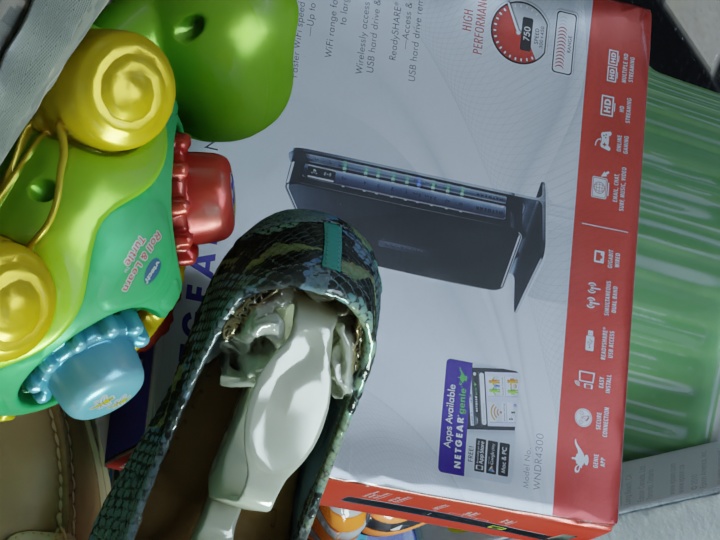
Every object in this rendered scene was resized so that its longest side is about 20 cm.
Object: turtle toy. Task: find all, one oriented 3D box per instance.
[{"bbox_3d":[-0.092,-0.030,0.939,0.101,0.146,0.200,38,74,-31],"label":"turtle toy"}]

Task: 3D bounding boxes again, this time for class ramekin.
[{"bbox_3d":[0.125,0.015,1.220,0.200,0.098,0.200,16,90,-74],"label":"ramekin"}]

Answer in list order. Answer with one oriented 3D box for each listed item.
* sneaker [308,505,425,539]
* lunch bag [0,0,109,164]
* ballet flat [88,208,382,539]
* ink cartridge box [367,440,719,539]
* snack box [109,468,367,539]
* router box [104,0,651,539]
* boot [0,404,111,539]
[{"bbox_3d":[0.000,0.000,1.106,0.112,0.078,0.200,-15,83,-27],"label":"sneaker"},{"bbox_3d":[-0.164,-0.058,0.854,0.118,0.200,0.164,46,60,-35],"label":"lunch bag"},{"bbox_3d":[-0.045,0.077,0.942,0.074,0.074,0.200,1,111,-50],"label":"ballet flat"},{"bbox_3d":[0.101,0.175,1.179,0.047,0.200,0.198,-76,148,-61],"label":"ink cartridge box"},{"bbox_3d":[-0.051,0.154,1.123,0.116,0.037,0.200,8,85,-48],"label":"snack box"},{"bbox_3d":[0.010,-0.013,1.043,0.179,0.049,0.200,11,73,-20],"label":"router box"},{"bbox_3d":[-0.138,0.120,0.950,0.155,0.073,0.200,-2,99,-79],"label":"boot"}]
